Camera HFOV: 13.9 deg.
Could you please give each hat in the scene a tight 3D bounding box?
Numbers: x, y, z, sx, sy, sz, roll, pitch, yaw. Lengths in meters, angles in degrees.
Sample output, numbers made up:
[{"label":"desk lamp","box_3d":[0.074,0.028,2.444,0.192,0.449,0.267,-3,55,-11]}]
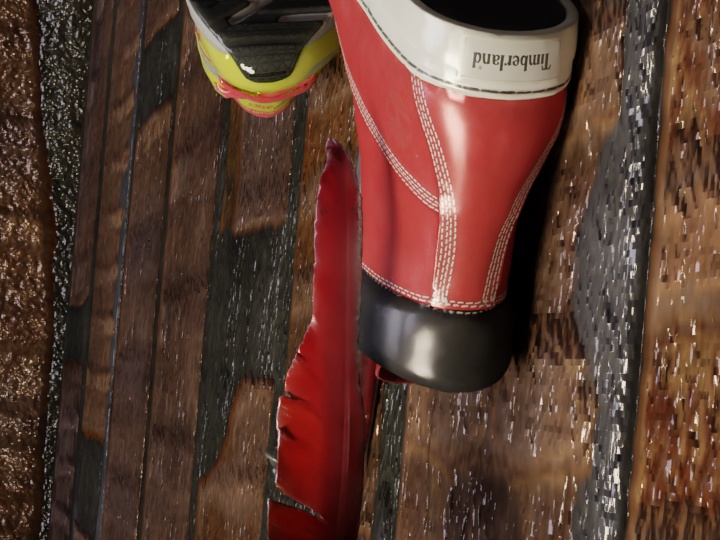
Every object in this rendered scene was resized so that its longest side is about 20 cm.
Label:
[{"label":"hat","box_3d":[0.021,0.112,0.894,0.166,0.176,0.200,33,164,39]}]

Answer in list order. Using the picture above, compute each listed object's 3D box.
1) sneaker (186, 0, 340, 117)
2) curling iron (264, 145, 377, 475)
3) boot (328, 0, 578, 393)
[{"label":"sneaker","box_3d":[-0.039,-0.107,1.332,0.200,0.078,0.091,-93,3,-69]},{"label":"curling iron","box_3d":[0.000,0.000,1.126,0.050,0.026,0.201,-23,-49,-58]},{"label":"boot","box_3d":[0.014,-0.047,0.957,0.200,0.072,0.145,-110,25,-61]}]
